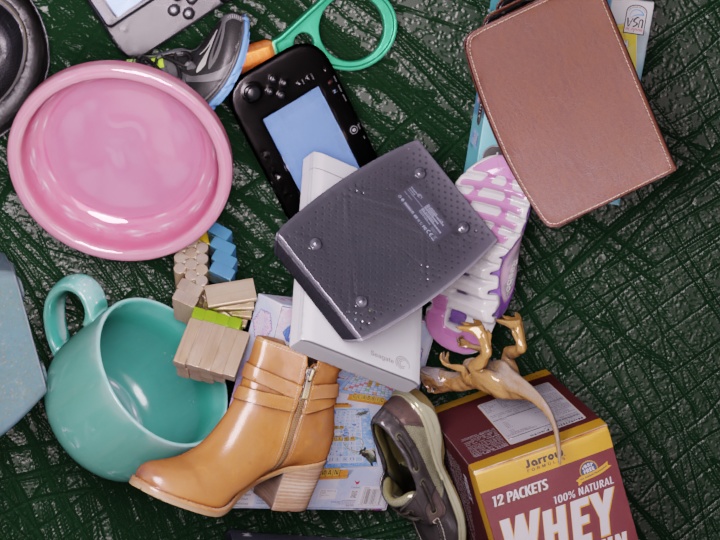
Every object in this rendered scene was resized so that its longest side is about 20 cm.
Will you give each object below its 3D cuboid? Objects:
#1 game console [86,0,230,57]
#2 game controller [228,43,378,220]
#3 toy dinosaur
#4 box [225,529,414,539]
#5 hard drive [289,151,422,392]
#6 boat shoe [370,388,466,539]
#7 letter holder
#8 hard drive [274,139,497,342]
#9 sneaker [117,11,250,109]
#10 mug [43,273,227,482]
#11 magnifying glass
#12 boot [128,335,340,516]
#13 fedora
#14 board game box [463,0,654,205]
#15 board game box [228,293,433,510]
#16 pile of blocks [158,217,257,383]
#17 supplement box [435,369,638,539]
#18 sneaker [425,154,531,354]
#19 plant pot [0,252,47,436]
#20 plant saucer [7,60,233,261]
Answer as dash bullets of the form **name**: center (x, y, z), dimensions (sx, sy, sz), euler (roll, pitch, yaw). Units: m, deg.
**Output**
- **game console**: center (-0.186, -0.309, 1.608), dimensions (0.176, 0.116, 0.200), euler (-33, 105, -3)
- **game controller**: center (-0.044, -0.113, 1.705), dimensions (0.104, 0.042, 0.200), euler (-28, 113, -2)
- **toy dinosaur**: center (0.134, 0.098, 1.675), dimensions (0.060, 0.200, 0.106), euler (-17, 109, -33)
- **box**: center (-0.039, 0.370, 1.780), dimensions (0.197, 0.117, 0.200), euler (4, 100, -12)
- **hard drive**: center (0.000, 0.000, 1.657), dimensions (0.132, 0.027, 0.200), euler (23, 54, -29)
- **boat shoe**: center (0.049, 0.206, 1.752), dimensions (0.066, 0.072, 0.201), euler (-30, 122, -28)
- **letter holder**: center (0.179, -0.157, 1.670), dimensions (0.142, 0.101, 0.200), euler (-26, 105, -2)
- **hard drive**: center (0.020, -0.024, 1.629), dimensions (0.200, 0.042, 0.135), euler (-36, 85, -39)
- **sneaker**: center (-0.181, -0.168, 1.642), dimensions (0.200, 0.071, 0.083), euler (-36, 118, 15)
- **mug**: center (-0.221, 0.105, 1.680), dimensions (0.152, 0.185, 0.114), euler (10, 143, -45)
- **magnifying glass**: center (-0.062, -0.213, 1.703), dimensions (0.200, 0.022, 0.080), euler (-18, 105, -8)
- **boot**: center (-0.103, 0.135, 1.596), dimensions (0.200, 0.077, 0.155), euler (7, 103, -34)
- **fedora**: center (-0.377, -0.186, 1.608), dimensions (0.201, 0.092, 0.201), euler (-2, 101, -10)
- **board game box**: center (0.190, -0.172, 1.744), dimensions (0.151, 0.047, 0.200), euler (6, 100, -12)
- **board game box**: center (-0.034, 0.129, 1.723), dimensions (0.200, 0.041, 0.200), euler (8, 101, -41)
- **pile of blocks**: center (-0.140, 0.019, 1.681), dimensions (0.082, 0.062, 0.200), euler (-6, 65, -6)
- **supplement box**: center (0.172, 0.230, 1.745), dimensions (0.133, 0.200, 0.197), euler (-18, 104, -6)
- **sneaker**: center (0.122, -0.022, 1.735), dimensions (0.080, 0.088, 0.200), euler (23, 114, 22)
- **plant pot**: center (-0.392, 0.073, 1.616), dimensions (0.200, 0.196, 0.196), euler (-15, 104, -12)
- **plant saucer**: center (-0.212, -0.103, 1.618), dimensions (0.200, 0.051, 0.201), euler (2, 123, 3)
